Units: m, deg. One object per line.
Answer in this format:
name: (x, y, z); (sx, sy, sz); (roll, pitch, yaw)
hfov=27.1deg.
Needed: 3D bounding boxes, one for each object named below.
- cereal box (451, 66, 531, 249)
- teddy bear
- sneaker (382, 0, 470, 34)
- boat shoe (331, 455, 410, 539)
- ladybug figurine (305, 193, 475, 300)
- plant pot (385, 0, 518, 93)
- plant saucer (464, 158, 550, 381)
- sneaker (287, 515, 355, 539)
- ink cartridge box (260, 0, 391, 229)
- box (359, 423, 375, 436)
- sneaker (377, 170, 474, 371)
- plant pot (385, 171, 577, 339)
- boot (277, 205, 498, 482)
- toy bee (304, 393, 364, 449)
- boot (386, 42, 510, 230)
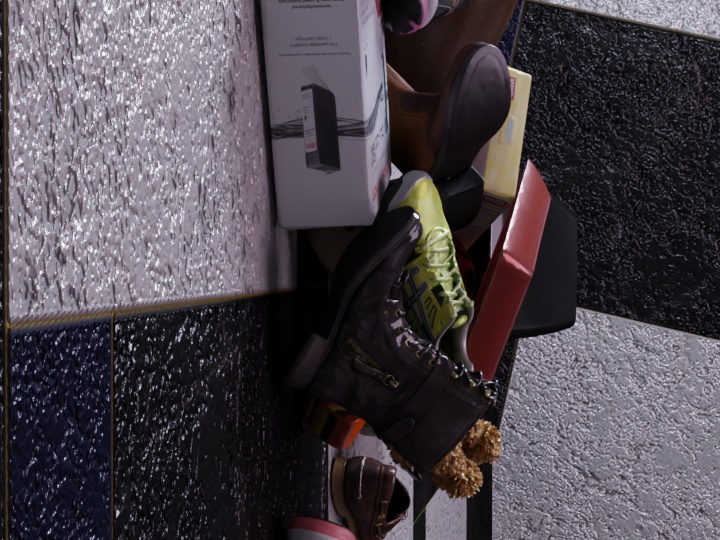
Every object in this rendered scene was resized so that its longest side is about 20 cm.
cereal box: (0.104, -0.092, 1.478); (0.200, 0.039, 0.145); (129, -25, -58)
teddy bear: (0.071, 0.146, 1.553); (0.201, 0.144, 0.067); (59, -29, -3)
sneaker: (0.031, -0.260, 1.355); (0.200, 0.086, 0.081); (41, -43, 49)
boat shoe: (0.018, 0.246, 1.573); (0.200, 0.069, 0.071); (69, 22, -68)
ladybug figurine: (0.038, -0.013, 1.392); (0.199, 0.072, 0.137); (27, 32, -36)
plant pot: (0.053, -0.228, 1.531); (0.187, 0.185, 0.202); (7, 101, -80)
plant saucer: (0.130, 0.025, 1.405); (0.200, 0.036, 0.201); (-65, 173, -59)
sneaker: (-0.038, 0.296, 1.298); (0.201, 0.073, 0.087); (74, 32, -47)
ink cartridge box: (-0.025, -0.151, 1.256); (0.144, 0.083, 0.202); (-69, 158, -68)
box: (0.031, 0.078, 1.642); (0.082, 0.068, 0.202); (53, 39, -74)
sneaker: (0.065, 0.009, 1.294); (0.075, 0.076, 0.202); (-30, 123, -39)
plant pot: (0.145, -0.004, 1.745); (0.176, 0.199, 0.202); (10, 77, -39)
boot: (0.044, 0.062, 1.250); (0.201, 0.173, 0.069); (-55, -164, 17)
toy bee: (-0.005, 0.095, 1.412); (0.132, 0.108, 0.200); (-61, 161, 12)
boot: (0.048, -0.164, 1.356); (0.200, 0.068, 0.189); (48, -29, 36)
